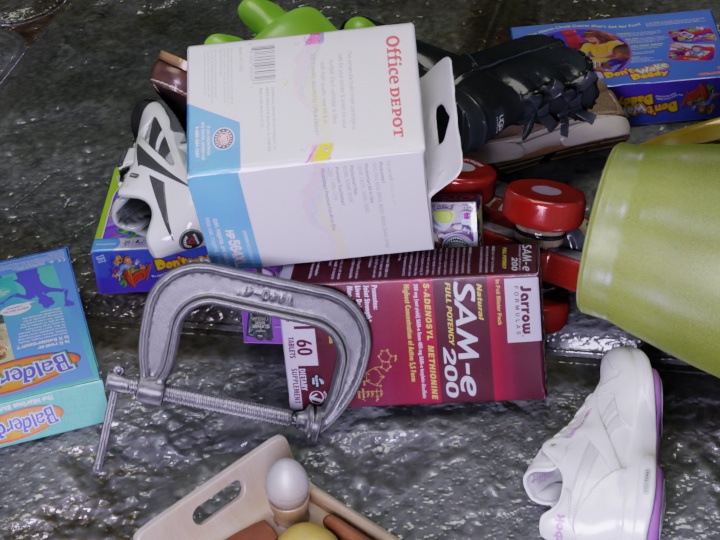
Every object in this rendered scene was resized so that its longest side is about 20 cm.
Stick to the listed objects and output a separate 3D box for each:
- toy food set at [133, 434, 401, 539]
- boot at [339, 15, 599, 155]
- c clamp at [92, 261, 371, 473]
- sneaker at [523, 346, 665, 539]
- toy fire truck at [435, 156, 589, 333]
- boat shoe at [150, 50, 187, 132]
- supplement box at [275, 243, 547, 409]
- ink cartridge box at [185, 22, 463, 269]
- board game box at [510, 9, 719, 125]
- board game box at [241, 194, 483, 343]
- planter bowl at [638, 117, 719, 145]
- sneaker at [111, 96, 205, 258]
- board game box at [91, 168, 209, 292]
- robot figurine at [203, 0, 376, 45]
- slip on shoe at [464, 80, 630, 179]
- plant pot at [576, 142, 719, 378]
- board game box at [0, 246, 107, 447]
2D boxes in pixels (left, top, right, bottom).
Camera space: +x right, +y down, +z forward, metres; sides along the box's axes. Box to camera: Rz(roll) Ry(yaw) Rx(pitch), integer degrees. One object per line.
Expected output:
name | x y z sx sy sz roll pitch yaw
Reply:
toy food set | -0.039 0.194 1.281 0.143 0.061 0.199 -32 42 -32
boot | 0.097 -0.173 1.623 0.162 0.074 0.198 -22 45 -34
c clamp | -0.095 0.079 1.410 0.199 0.172 0.027 7 13 -2
sneaker | 0.167 0.120 1.338 0.099 0.075 0.200 1 35 8
toy fire truck | 0.136 -0.033 1.549 0.199 0.113 0.168 18 23 30
boat shoe | -0.132 -0.135 1.667 0.070 0.200 0.071 29 89 27
supplement box | 0.041 0.043 1.435 0.198 0.110 0.061 -3 23 6
ink cartridge box | -0.024 -0.092 1.413 0.198 0.126 0.129 -5 54 3
board game box | 0.248 -0.191 1.796 0.198 0.045 0.135 -5 35 3
board game box | 0.000 0.000 1.493 0.199 0.121 0.032 0 18 15
planter bowl | 0.336 -0.087 1.571 0.199 0.084 0.200 -16 7 2
sneaker | -0.176 -0.078 1.570 0.088 0.074 0.200 -26 36 -7
board game box | -0.123 -0.041 1.632 0.198 0.045 0.135 -3 35 5
robot figurine | -0.038 -0.137 1.562 0.200 0.175 0.116 48 12 8
slip on shoe | 0.145 -0.125 1.677 0.199 0.061 0.076 -14 -9 -15
plant pot | 0.264 -0.011 1.374 0.192 0.201 0.201 14 39 12
board game box | -0.294 0.065 1.522 0.151 0.045 0.200 -13 35 -9
